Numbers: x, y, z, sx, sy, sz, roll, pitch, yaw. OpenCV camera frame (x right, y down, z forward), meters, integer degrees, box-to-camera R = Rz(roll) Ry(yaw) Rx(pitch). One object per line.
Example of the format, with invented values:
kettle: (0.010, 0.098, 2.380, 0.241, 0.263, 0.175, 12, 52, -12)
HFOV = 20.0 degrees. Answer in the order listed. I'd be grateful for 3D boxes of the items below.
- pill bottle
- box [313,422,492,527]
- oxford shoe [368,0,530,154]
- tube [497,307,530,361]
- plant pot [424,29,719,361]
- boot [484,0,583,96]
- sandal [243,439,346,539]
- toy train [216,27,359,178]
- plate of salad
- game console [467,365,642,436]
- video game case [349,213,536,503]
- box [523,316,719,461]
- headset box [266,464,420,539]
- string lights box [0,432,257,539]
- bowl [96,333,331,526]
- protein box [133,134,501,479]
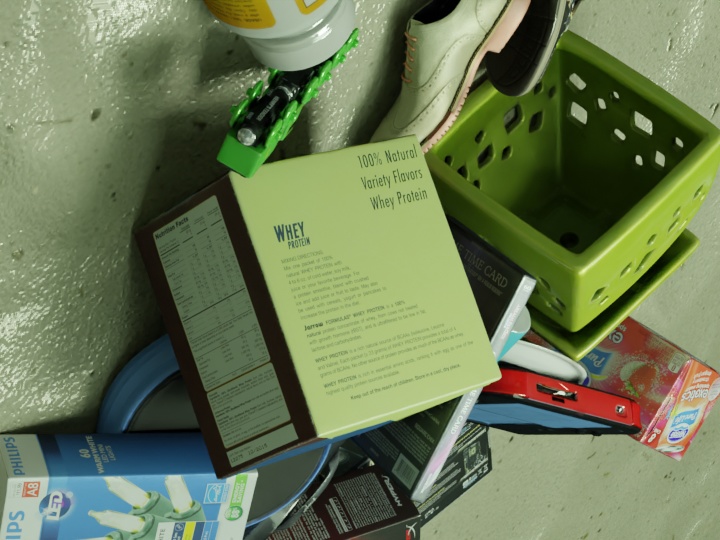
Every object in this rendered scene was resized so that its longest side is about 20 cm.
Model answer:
pill bottle: (-0.069, -0.232, 1.395, 0.113, 0.112, 0.201, -45, 144, -13)
box: (0.039, 0.184, 1.931, 0.199, 0.043, 0.161, -36, 141, -25)
oxford shoe: (0.054, -0.170, 1.653, 0.074, 0.071, 0.201, 30, 95, -30)
tube: (0.062, 0.089, 1.706, 0.200, 0.078, 0.050, -47, 173, 34)
plant pot: (0.181, -0.056, 1.776, 0.200, 0.199, 0.182, -41, 150, -21)
boot: (0.188, -0.246, 1.730, 0.150, 0.073, 0.202, -10, 120, -46)
sandal: (-0.046, 0.176, 1.768, 0.200, 0.076, 0.043, -48, 111, -25)
toy train: (-0.052, -0.131, 1.499, 0.057, 0.041, 0.200, -62, 176, 36)
plate of salad: (0.103, 0.067, 1.800, 0.200, 0.198, 0.049, 32, 64, -55)
game console: (0.134, 0.122, 1.818, 0.199, 0.176, 0.031, 17, 71, -39)
video game case: (0.058, 0.068, 1.653, 0.019, 0.143, 0.201, 22, 100, -32)
box: (0.235, 0.086, 1.946, 0.096, 0.199, 0.099, -59, 145, 3)
headset box: (-0.050, 0.271, 1.827, 0.198, 0.077, 0.150, -16, 135, -17)
string lights box: (-0.189, 0.183, 1.584, 0.198, 0.059, 0.104, 0, 121, -23)
bowl: (-0.113, 0.130, 1.645, 0.199, 0.039, 0.202, -11, 126, -15)
protein box: (-0.032, 0.025, 1.547, 0.197, 0.202, 0.134, -14, 172, -42)
